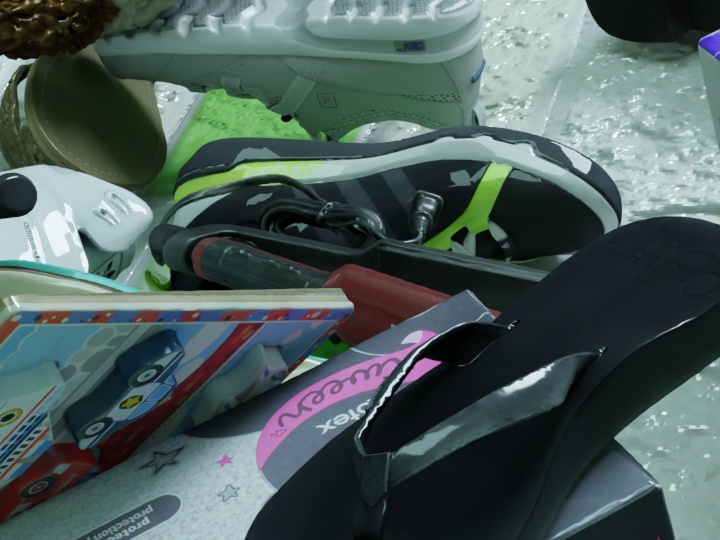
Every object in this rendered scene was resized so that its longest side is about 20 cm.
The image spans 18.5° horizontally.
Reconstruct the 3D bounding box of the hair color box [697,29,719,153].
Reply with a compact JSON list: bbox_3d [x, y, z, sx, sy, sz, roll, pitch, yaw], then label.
[{"bbox_3d":[0.196,-0.008,0.760,0.065,0.110,0.200,-25,34,-11],"label":"hair color box"}]

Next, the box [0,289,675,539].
[{"bbox_3d":[-0.013,0.115,0.671,0.199,0.115,0.132,-25,35,-12],"label":"box"}]

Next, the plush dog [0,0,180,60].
[{"bbox_3d":[-0.124,-0.165,1.004,0.200,0.160,0.172,-52,41,-2],"label":"plush dog"}]

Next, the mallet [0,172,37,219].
[{"bbox_3d":[-0.196,-0.011,0.816,0.066,0.041,0.200,-3,-6,-39],"label":"mallet"}]

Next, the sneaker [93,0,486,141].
[{"bbox_3d":[-0.034,-0.089,1.003,0.199,0.082,0.075,6,36,31],"label":"sneaker"}]

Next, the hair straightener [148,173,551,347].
[{"bbox_3d":[0.000,0.000,0.838,0.199,0.041,0.077,11,32,37],"label":"hair straightener"}]

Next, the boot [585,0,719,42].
[{"bbox_3d":[0.228,-0.162,1.018,0.186,0.064,0.200,19,43,39],"label":"boot"}]

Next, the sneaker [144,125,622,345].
[{"bbox_3d":[0.009,-0.005,0.899,0.199,0.072,0.083,-1,62,23],"label":"sneaker"}]

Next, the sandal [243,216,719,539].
[{"bbox_3d":[0.036,0.036,0.620,0.076,0.043,0.200,15,43,39],"label":"sandal"}]

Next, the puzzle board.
[{"bbox_3d":[-0.108,0.073,0.691,0.150,0.200,0.017,-1,52,-53],"label":"puzzle board"}]

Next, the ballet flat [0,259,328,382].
[{"bbox_3d":[-0.051,0.051,0.784,0.199,0.070,0.070,15,38,1],"label":"ballet flat"}]

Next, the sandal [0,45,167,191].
[{"bbox_3d":[-0.139,-0.072,1.062,0.070,0.078,0.212,-41,19,21],"label":"sandal"}]

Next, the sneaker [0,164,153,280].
[{"bbox_3d":[-0.123,0.023,0.881,0.115,0.075,0.200,-16,49,-34],"label":"sneaker"}]
